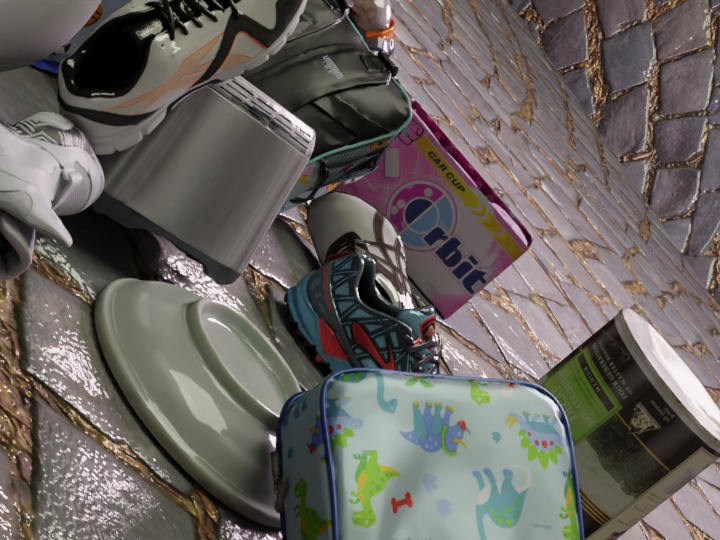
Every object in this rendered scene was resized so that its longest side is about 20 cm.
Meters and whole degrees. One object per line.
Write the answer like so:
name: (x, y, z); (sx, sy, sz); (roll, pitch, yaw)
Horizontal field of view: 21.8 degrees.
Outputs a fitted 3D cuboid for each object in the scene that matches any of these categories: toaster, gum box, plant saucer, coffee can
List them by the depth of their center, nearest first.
plant saucer: (-0.087, 0.073, 1.222); (0.200, 0.050, 0.200); (46, 15, -16)
toaster: (-0.119, -0.080, 1.308); (0.200, 0.130, 0.113); (33, 2, -46)
coffee can: (0.188, 0.150, 1.549); (0.146, 0.200, 0.147); (45, 15, -15)
gum box: (0.068, -0.067, 1.903); (0.200, 0.113, 0.066); (49, 15, -3)

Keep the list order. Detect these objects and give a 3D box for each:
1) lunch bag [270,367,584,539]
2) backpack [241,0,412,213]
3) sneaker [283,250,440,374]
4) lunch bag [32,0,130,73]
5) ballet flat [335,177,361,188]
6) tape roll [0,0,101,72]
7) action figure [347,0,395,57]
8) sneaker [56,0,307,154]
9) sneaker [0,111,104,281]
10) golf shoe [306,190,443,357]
lunch bag: (0.043, 0.149, 1.174); (0.198, 0.082, 0.162); (6, 66, -32)
backpack: (-0.088, -0.126, 1.477); (0.199, 0.153, 0.177); (-24, 76, -36)
sneaker: (0.029, 0.071, 1.478); (0.200, 0.095, 0.079); (51, 15, 3)
lunch bag: (-0.197, -0.270, 1.448); (0.171, 0.200, 0.124); (54, 16, 22)
ballet flat: (-0.028, -0.104, 1.671); (0.065, 0.071, 0.200); (1, 5, -12)
tape roll: (-0.262, -0.229, 1.154); (0.203, 0.202, 0.139); (53, 16, 12)
action figure: (-0.019, -0.201, 1.816); (0.104, 0.194, 0.201); (13, 35, -17)
sneaker: (-0.110, -0.152, 1.191); (0.074, 0.200, 0.080); (47, -10, 14)
sneaker: (-0.206, -0.039, 1.112); (0.116, 0.075, 0.200); (64, 15, 22)
golf shoe: (0.000, 0.000, 1.611); (0.094, 0.078, 0.201); (27, 26, -56)
